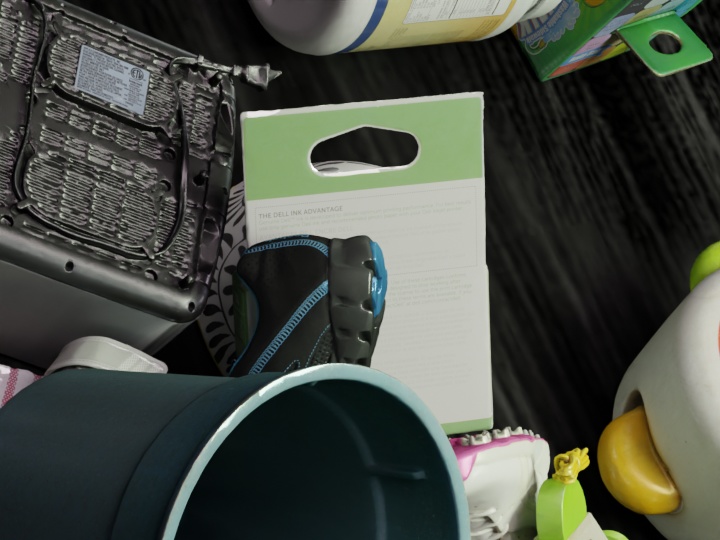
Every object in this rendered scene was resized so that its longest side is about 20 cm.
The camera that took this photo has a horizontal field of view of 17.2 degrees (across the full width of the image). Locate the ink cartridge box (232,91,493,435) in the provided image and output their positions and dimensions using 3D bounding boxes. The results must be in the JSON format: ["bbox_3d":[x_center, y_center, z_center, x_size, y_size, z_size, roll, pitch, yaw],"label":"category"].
[{"bbox_3d":[0.000,0.000,1.350,0.145,0.048,0.201,-6,104,-14],"label":"ink cartridge box"}]

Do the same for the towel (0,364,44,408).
[{"bbox_3d":[-0.139,0.133,1.318,0.199,0.030,0.147,15,58,-27],"label":"towel"}]

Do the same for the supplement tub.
[{"bbox_3d":[0.033,-0.219,1.559,0.199,0.144,0.145,-10,70,-37],"label":"supplement tub"}]

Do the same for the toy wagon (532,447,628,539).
[{"bbox_3d":[0.124,0.201,1.380,0.155,0.039,0.201,-33,116,-65],"label":"toy wagon"}]

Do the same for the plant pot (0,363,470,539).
[{"bbox_3d":[-0.084,0.132,1.153,0.199,0.195,0.202,-8,102,-43],"label":"plant pot"}]

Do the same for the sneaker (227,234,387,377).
[{"bbox_3d":[-0.031,0.079,1.301,0.081,0.073,0.201,4,92,9],"label":"sneaker"}]

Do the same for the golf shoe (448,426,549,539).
[{"bbox_3d":[0.075,0.139,1.381,0.200,0.075,0.092,19,62,-71],"label":"golf shoe"}]

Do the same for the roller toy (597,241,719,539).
[{"bbox_3d":[0.260,0.099,1.531,0.182,0.140,0.200,31,52,-1],"label":"roller toy"}]

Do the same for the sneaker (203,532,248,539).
[{"bbox_3d":[-0.062,0.218,1.285,0.085,0.077,0.201,5,83,-42],"label":"sneaker"}]

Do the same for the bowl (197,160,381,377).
[{"bbox_3d":[0.006,0.006,1.446,0.200,0.094,0.202,17,56,-26],"label":"bowl"}]

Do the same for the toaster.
[{"bbox_3d":[-0.164,-0.050,1.347,0.199,0.119,0.182,20,55,-22],"label":"toaster"}]

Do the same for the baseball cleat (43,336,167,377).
[{"bbox_3d":[-0.170,0.090,1.269,0.199,0.070,0.107,3,60,-44],"label":"baseball cleat"}]

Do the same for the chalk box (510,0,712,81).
[{"bbox_3d":[0.171,-0.220,1.667,0.124,0.124,0.201,-20,77,-40],"label":"chalk box"}]
